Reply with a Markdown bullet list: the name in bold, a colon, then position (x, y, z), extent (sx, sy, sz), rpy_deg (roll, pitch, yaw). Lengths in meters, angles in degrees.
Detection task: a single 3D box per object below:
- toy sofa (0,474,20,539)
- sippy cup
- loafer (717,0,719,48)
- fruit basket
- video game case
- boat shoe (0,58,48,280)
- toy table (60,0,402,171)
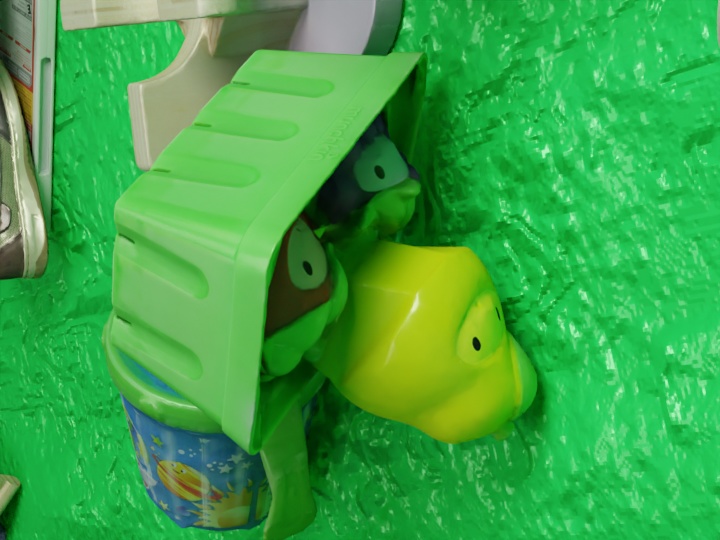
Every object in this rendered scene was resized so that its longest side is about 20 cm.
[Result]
- **toy sofa**: position (-0.377, 0.157, 1.572), extent (0.083, 0.098, 0.200), rpy_deg (-55, 50, 17)
- **sippy cup**: position (-0.086, 0.085, 1.058), extent (0.178, 0.139, 0.130), rpy_deg (-79, -6, -51)
- **loafer**: position (0.191, -0.139, 0.614), extent (0.070, 0.070, 0.200), rpy_deg (63, 144, 37)
- **fruit basket**: position (0.000, 0.000, 0.864), extent (0.216, 0.215, 0.156), rpy_deg (48, 144, 38)
- **video game case**: position (-0.280, -0.145, 1.377), extent (0.143, 0.017, 0.200), rpy_deg (36, 128, 47)
- **boat shoe**: position (-0.292, -0.086, 1.336), extent (0.072, 0.065, 0.200), rpy_deg (-35, 69, 58)
- **toy table**: position (-0.080, -0.154, 0.981), extent (0.200, 0.117, 0.184), rpy_deg (-14, 87, 58)
